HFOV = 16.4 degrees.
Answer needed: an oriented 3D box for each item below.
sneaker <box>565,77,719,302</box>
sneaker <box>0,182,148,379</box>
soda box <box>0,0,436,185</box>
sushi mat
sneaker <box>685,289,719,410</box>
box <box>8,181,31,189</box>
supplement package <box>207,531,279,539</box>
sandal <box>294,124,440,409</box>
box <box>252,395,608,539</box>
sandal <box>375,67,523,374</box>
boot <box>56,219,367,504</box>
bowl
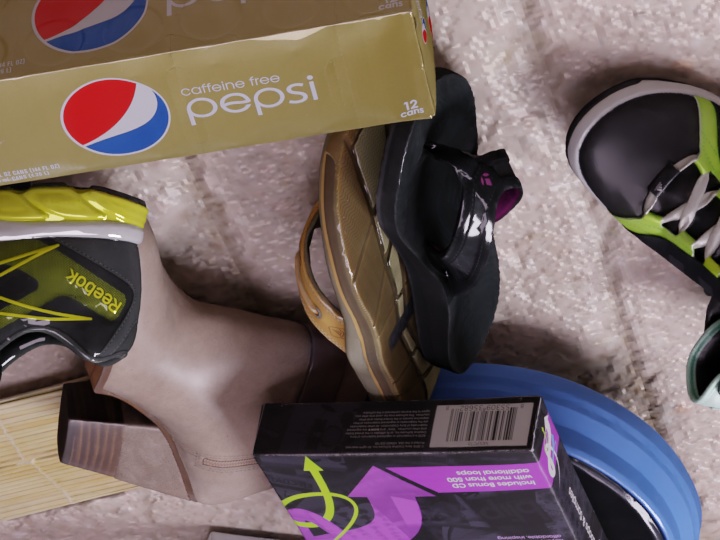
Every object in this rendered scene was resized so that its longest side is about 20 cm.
[{"bbox_3d":[0.180,-0.012,1.101,0.199,0.083,0.072,34,105,-13],"label":"sneaker"},{"bbox_3d":[-0.188,0.011,1.071,0.198,0.085,0.074,-6,173,2],"label":"sneaker"},{"bbox_3d":[-0.071,-0.092,1.035,0.198,0.068,0.064,-9,139,7],"label":"soda box"},{"bbox_3d":[-0.208,0.104,1.303,0.199,0.012,0.096,-14,141,14],"label":"sushi mat"},{"bbox_3d":[0.215,0.063,1.233,0.117,0.074,0.201,-9,131,-4],"label":"sneaker"},{"bbox_3d":[-0.233,-0.030,1.126,0.199,0.033,0.121,22,134,-26],"label":"box"},{"bbox_3d":[-0.033,0.271,1.405,0.149,0.153,0.201,7,139,-13],"label":"supplement package"},{"bbox_3d":[0.000,0.000,1.157,0.054,0.081,0.201,16,146,21],"label":"sandal"},{"bbox_3d":[0.047,0.131,1.230,0.142,0.036,0.200,-3,143,22],"label":"box"},{"bbox_3d":[0.050,-0.021,1.122,0.048,0.076,0.201,17,154,21],"label":"sandal"},{"bbox_3d":[-0.065,0.040,1.205,0.145,0.071,0.201,1,141,-15],"label":"boot"},{"bbox_3d":[0.074,0.129,1.291,0.199,0.040,0.201,10,138,9],"label":"bowl"}]
